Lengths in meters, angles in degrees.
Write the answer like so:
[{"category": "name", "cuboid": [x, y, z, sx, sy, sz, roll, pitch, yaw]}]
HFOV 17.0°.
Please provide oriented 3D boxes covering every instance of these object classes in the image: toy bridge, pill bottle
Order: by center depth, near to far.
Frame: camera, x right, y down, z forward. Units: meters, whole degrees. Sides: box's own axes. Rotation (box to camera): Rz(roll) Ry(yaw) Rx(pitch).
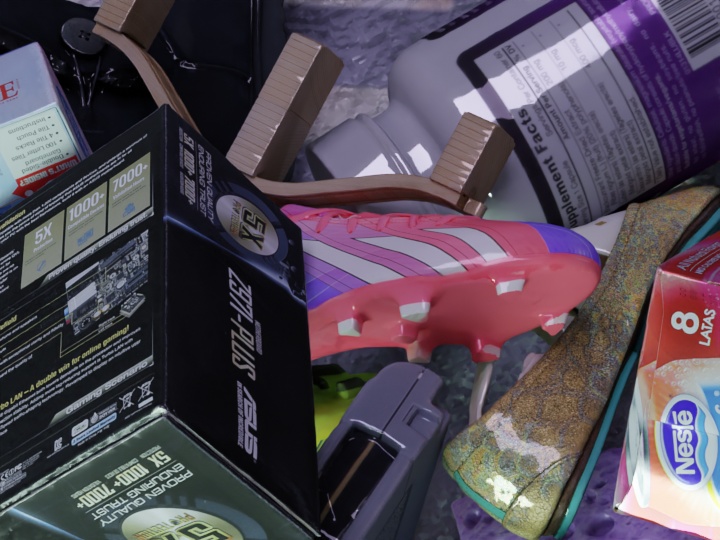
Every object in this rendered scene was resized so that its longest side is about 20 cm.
[{"category": "toy bridge", "cuboid": [-0.031, -0.063, 0.991, 0.200, 0.027, 0.067, 27, 86, 27]}, {"category": "pill bottle", "cuboid": [0.082, -0.068, 1.035, 0.200, 0.112, 0.111, -30, 55, -6]}]

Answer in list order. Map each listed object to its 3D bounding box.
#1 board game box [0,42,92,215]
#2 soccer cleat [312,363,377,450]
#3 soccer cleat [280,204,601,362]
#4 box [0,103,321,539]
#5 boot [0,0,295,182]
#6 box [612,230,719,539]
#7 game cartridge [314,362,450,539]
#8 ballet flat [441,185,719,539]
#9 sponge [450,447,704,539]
[{"category": "board game box", "cuboid": [-0.188, 0.020, 0.991, 0.200, 0.200, 0.041, -20, 49, -1]}, {"category": "soccer cleat", "cuboid": [-0.065, 0.105, 0.996, 0.200, 0.084, 0.065, -28, 13, -21]}, {"category": "soccer cleat", "cuboid": [0.000, 0.000, 0.949, 0.200, 0.067, 0.077, -15, 62, 30]}, {"category": "box", "cuboid": [-0.120, 0.062, 0.886, 0.200, 0.086, 0.164, -32, 37, 21]}, {"category": "boot", "cuboid": [-0.122, -0.120, 1.099, 0.168, 0.076, 0.200, 7, 56, -25]}, {"category": "box", "cuboid": [0.177, 0.034, 0.886, 0.100, 0.200, 0.096, 14, 106, 23]}, {"category": "game cartridge", "cuboid": [-0.032, 0.140, 0.902, 0.040, 0.133, 0.200, 25, 51, 14]}, {"category": "ballet flat", "cuboid": [0.090, 0.022, 0.976, 0.071, 0.071, 0.200, 14, 48, 22]}, {"category": "sponge", "cuboid": [0.113, 0.159, 0.925, 0.111, 0.030, 0.200, -18, 54, 1]}]
